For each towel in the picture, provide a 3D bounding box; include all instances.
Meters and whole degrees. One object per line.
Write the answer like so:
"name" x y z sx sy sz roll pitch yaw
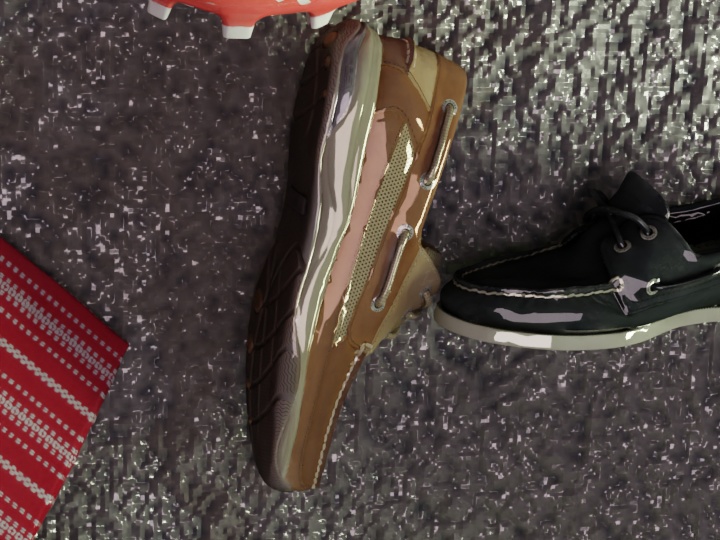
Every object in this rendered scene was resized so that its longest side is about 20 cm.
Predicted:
"towel" -0.182 0.062 0.775 0.145 0.201 0.022 42 138 -20

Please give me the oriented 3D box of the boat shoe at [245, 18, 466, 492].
"boat shoe" 0.000 0.000 0.838 0.071 0.076 0.201 9 105 -16

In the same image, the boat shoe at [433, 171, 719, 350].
"boat shoe" 0.125 -0.010 0.857 0.198 0.075 0.067 -4 110 -16

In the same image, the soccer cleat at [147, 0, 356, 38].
"soccer cleat" -0.082 -0.147 0.777 0.199 0.069 0.086 10 121 -10
